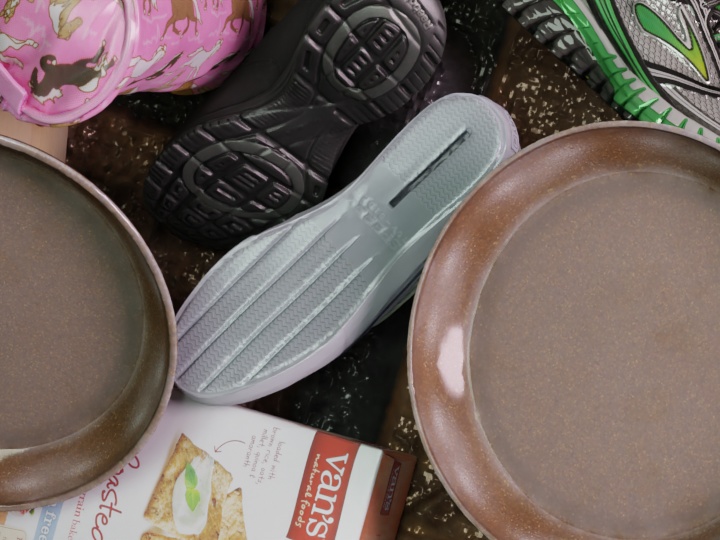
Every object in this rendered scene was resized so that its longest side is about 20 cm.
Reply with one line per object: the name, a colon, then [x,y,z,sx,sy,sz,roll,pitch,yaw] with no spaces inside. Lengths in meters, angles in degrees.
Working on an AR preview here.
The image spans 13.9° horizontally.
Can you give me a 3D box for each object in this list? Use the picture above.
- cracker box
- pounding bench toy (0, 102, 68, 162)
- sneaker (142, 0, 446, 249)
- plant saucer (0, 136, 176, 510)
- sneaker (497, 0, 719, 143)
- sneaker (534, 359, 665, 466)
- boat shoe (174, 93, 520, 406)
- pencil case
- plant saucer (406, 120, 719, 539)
cracker box: [-0.087,0.126,1.411,0.200,0.058,0.134,14,87,20]
pounding bench toy: [-0.227,-0.033,1.445,0.156,0.124,0.201,2,83,19]
sneaker: [-0.027,-0.085,1.415,0.076,0.091,0.200,41,121,-18]
plant saucer: [-0.180,0.018,1.357,0.200,0.032,0.201,4,120,7]
sneaker: [0.147,-0.101,1.351,0.085,0.078,0.200,-47,71,7]
sneaker: [0.114,0.082,1.339,0.078,0.079,0.201,-1,84,18]
boat shoe: [0.000,0.000,1.389,0.200,0.067,0.074,-36,66,6]
pencil case: [-0.108,-0.115,1.373,0.086,0.200,0.083,5,100,17]
plant saucer: [0.116,0.036,1.279,0.200,0.032,0.201,-3,85,29]
